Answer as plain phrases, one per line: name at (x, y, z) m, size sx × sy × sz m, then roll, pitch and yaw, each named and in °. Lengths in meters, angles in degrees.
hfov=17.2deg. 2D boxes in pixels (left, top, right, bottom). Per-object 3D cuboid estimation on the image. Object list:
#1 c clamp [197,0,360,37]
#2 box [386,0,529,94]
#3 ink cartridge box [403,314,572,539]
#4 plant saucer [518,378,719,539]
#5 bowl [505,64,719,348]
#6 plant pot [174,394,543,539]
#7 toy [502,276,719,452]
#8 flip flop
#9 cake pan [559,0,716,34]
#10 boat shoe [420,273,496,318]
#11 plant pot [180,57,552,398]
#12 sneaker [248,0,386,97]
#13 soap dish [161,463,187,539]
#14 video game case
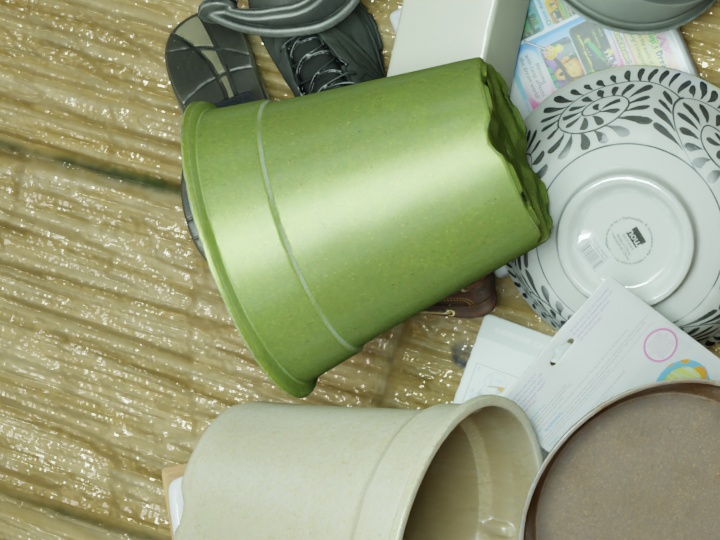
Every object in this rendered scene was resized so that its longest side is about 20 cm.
c clamp at (-0.076, -0.242, 1.661) m, size 0.170 × 0.027 × 0.201 m, roll -11°, pitch 63°, yaw 5°
box at (0.075, -0.198, 1.589) m, size 0.068 × 0.082 × 0.201 m, roll 13°, pitch 91°, yaw 19°
ink cartridge box at (0.122, 0.151, 1.603) m, size 0.159 × 0.047 × 0.201 m, roll 20°, pitch 75°, yaw 5°
plant saucer at (0.192, 0.157, 1.524) m, size 0.199 × 0.035 × 0.202 m, roll -4°, pitch 110°, yaw -12°
bowl at (0.177, -0.028, 1.549) m, size 0.199 × 0.094 × 0.202 m, roll 3°, pitch 102°, yaw 13°
plant pot at (-0.009, 0.164, 1.498) m, size 0.182 × 0.200 × 0.202 m, roll 9°, pitch 93°, yaw 30°
toy at (0.191, 0.093, 1.548) m, size 0.200 × 0.047 × 0.115 m, roll 36°, pitch 102°, yaw -20°
flip flop at (-0.093, -0.089, 1.674) m, size 0.081 × 0.058 × 0.201 m, roll -16°, pitch 63°, yaw 2°
cake pan at (0.183, -0.253, 1.526) m, size 0.037 × 0.199 × 0.202 m, roll -3°, pitch 90°, yaw 61°
boat shoe at (0.000, 0.000, 1.643) m, size 0.199 × 0.071 × 0.071 m, roll 8°, pitch 137°, yaw 32°
plant pot at (0.014, -0.044, 1.499) m, size 0.189 × 0.200 × 0.201 m, roll -19°, pitch 84°, yaw 14°
sneaker at (-0.015, -0.131, 1.637) m, size 0.076 × 0.091 × 0.200 m, roll -40°, pitch 77°, yaw 16°
soap dish at (-0.046, 0.223, 1.655) m, size 0.156 × 0.081 × 0.202 m, roll -11°, pitch 87°, yaw 19°
video game case at (0.136, -0.122, 1.621) m, size 0.181 × 0.024 × 0.201 m, roll -24°, pitch 82°, yaw 17°
